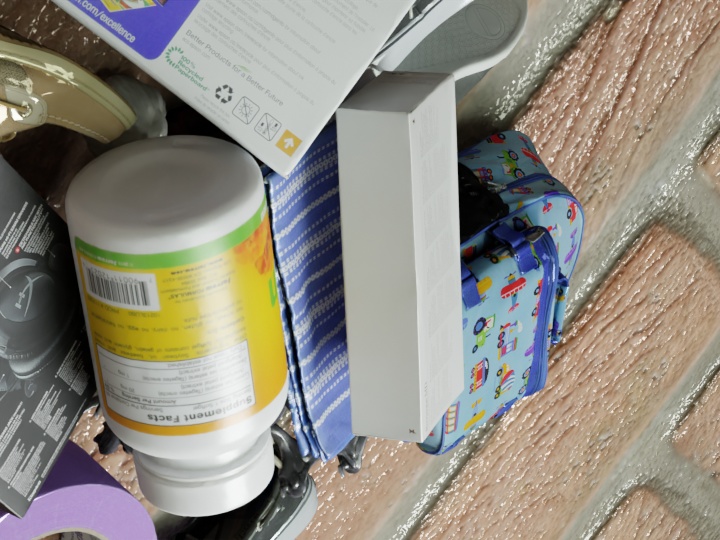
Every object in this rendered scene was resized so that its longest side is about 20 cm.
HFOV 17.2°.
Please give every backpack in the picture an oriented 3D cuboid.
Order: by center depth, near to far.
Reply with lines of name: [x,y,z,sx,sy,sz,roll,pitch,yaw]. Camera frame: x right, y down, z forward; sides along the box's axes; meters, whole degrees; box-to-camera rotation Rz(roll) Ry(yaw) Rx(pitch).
backpack: [0.079,0.007,1.636,0.199,0.134,0.184,-27,139,-38]

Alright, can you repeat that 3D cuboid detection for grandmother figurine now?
grandmother figurine: [-0.107,-0.052,1.448,0.200,0.060,0.122,47,54,-51]

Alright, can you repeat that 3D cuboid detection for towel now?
towel: [0.000,0.000,1.433,0.145,0.024,0.201,-37,130,-40]

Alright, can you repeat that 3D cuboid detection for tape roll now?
tape roll: [-0.226,0.204,1.511,0.199,0.066,0.201,-30,139,-30]

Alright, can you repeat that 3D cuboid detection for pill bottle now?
pill bottle: [-0.099,0.035,1.352,0.111,0.111,0.201,-28,128,-31]

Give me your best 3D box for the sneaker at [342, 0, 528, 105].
sneaker: [0.034,-0.118,1.549,0.200,0.071,0.099,-48,174,-38]

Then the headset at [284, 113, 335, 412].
headset: [-0.013,0.000,1.475,0.123,0.093,0.202,-34,114,-47]

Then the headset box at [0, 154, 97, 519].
headset box: [-0.225,0.026,1.330,0.150,0.077,0.200,-62,146,-15]

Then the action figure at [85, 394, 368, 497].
action figure: [-0.094,0.081,1.515,0.199,0.103,0.119,16,148,-36]

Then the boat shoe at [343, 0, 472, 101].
boat shoe: [0.018,-0.176,1.465,0.199,0.074,0.068,-34,127,-4]

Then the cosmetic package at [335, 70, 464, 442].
cosmetic package: [0.023,-0.009,1.394,0.083,0.050,0.202,-47,137,-63]

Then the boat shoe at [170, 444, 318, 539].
boat shoe: [-0.111,0.202,1.644,0.200,0.068,0.057,-48,136,-18]

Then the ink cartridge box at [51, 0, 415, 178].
ink cartridge box: [-0.059,-0.189,1.301,0.198,0.043,0.201,37,93,-13]

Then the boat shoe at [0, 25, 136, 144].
boat shoe: [-0.206,-0.102,1.277,0.199,0.071,0.065,25,91,-44]
